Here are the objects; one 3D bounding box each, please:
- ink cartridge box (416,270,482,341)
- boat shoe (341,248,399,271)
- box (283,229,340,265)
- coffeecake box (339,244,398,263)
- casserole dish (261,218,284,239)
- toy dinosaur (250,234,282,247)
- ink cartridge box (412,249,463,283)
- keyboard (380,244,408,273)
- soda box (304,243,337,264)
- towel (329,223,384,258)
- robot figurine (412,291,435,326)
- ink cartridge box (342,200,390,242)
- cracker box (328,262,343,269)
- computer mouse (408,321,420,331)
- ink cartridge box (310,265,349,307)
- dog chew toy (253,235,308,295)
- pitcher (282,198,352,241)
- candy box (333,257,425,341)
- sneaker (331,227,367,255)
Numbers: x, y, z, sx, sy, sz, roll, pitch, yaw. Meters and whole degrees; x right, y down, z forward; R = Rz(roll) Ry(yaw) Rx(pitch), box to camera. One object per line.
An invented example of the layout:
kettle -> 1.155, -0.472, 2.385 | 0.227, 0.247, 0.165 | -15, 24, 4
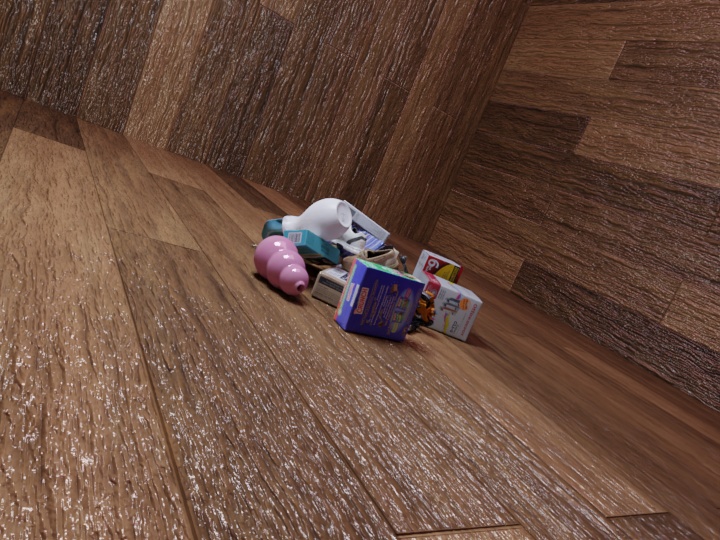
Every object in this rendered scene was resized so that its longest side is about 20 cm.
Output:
ink cartridge box -> 0.274, 0.115, 1.739 | 0.197, 0.147, 0.145 | 21, 10, -9
boat shoe -> 0.024, -0.037, 1.584 | 0.197, 0.065, 0.071 | -1, 30, 33
box -> -0.143, -0.065, 1.555 | 0.081, 0.050, 0.200 | 0, -16, 27
coffeecake box -> 0.016, -0.037, 1.908 | 0.197, 0.156, 0.073 | 19, 10, -20
casserole dish -> -0.271, -0.122, 1.786 | 0.119, 0.040, 0.200 | 2, -17, -17
toy dinosaur -> -0.260, -0.080, 1.765 | 0.198, 0.048, 0.088 | 8, -27, -45
ink cartridge box -> 0.268, 0.055, 1.868 | 0.173, 0.203, 0.084 | 19, 11, -14
keyboard -> 0.120, 0.006, 1.852 | 0.125, 0.203, 0.021 | -4, -15, -29
soda box -> -0.179, -0.060, 1.691 | 0.196, 0.069, 0.064 | 6, 7, -15
towel -> -0.030, -0.097, 1.768 | 0.144, 0.024, 0.199 | -30, 40, -25
robot figurine -> 0.152, 0.093, 1.625 | 0.198, 0.147, 0.058 | 19, 43, 37
ink cartridge box -> 0.009, -0.167, 1.880 | 0.199, 0.044, 0.174 | 36, -3, -2
cracker box -> 0.000, 0.000, 1.704 | 0.196, 0.059, 0.134 | -8, 8, 5
computer mouse -> 0.101, 0.094, 1.563 | 0.202, 0.044, 0.109 | 61, 26, 11
ink cartridge box -> -0.038, 0.058, 1.537 | 0.163, 0.076, 0.200 | 24, 9, 6
dog chew toy -> -0.203, -0.006, 1.395 | 0.123, 0.126, 0.200 | 14, 23, -42
pitcher -> -0.112, -0.138, 1.601 | 0.198, 0.123, 0.171 | -14, -18, 33
candy box -> 0.049, 0.079, 1.360 | 0.198, 0.172, 0.077 | 16, 9, -35
sneaker -> -0.051, -0.115, 1.703 | 0.198, 0.081, 0.073 | 28, 12, 35
